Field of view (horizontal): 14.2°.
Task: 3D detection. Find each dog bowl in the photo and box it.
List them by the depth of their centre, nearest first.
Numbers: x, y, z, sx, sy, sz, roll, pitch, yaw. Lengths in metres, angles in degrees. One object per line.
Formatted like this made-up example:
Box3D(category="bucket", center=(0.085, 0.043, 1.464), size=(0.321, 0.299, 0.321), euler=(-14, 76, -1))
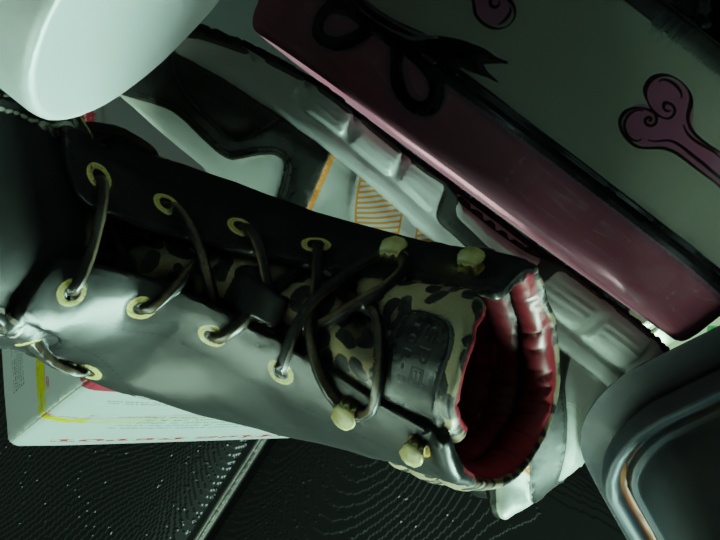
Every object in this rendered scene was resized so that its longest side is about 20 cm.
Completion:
Box3D(category="dog bowl", center=(0.053, -0.055, 0.886), size=(0.200, 0.074, 0.200), euler=(36, -179, -1))

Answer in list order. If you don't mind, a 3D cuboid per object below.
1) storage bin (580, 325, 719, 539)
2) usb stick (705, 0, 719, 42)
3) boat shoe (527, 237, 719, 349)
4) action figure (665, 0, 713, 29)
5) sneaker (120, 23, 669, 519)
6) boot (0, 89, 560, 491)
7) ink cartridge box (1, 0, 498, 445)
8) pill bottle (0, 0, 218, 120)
Box3D(category="storage bin", center=(0.186, 0.085, 0.846), size=(0.134, 0.200, 0.146), euler=(-107, -11, -48))
Box3D(category="usb stick", center=(0.145, -0.069, 0.878), size=(0.055, 0.033, 0.200), euler=(14, -173, -34))
Box3D(category="boat shoe", center=(0.137, -0.011, 0.969), size=(0.200, 0.068, 0.072), euler=(-21, 145, 31))
Box3D(category="action figure", center=(0.085, -0.108, 0.825), size=(0.118, 0.055, 0.200), euler=(33, 180, -39))
Box3D(category="sneaker", center=(0.000, 0.000, 0.867), size=(0.200, 0.080, 0.074), euler=(37, -177, -13))
Box3D(category="boot", center=(-0.038, 0.004, 0.756), size=(0.150, 0.073, 0.200), euler=(15, 168, 21))
Box3D(category="ink cartridge box", center=(-0.048, -0.018, 1.071), size=(0.145, 0.145, 0.200), euler=(0, 169, -18))
Box3D(category="pill bottle", center=(-0.120, -0.134, 0.712), size=(0.200, 0.114, 0.114), euler=(40, 177, 14))
